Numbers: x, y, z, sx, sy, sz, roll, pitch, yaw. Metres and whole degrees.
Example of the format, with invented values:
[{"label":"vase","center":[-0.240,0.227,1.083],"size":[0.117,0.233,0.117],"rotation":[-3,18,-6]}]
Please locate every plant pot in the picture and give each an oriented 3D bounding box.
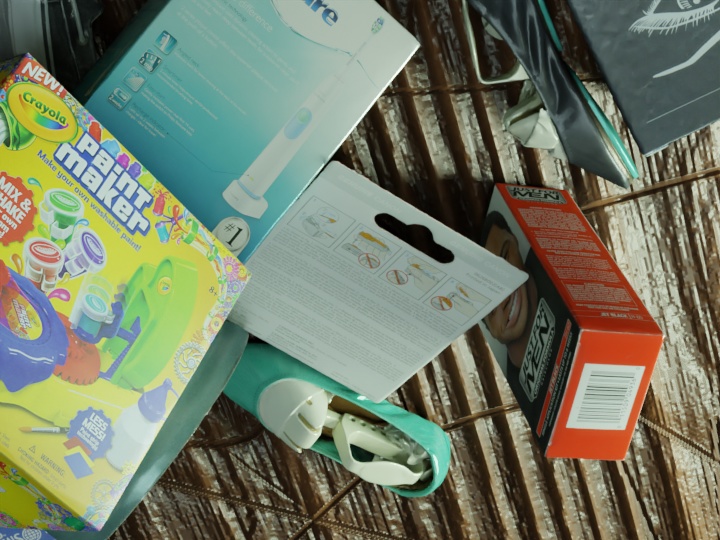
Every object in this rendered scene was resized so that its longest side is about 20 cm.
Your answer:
[{"label":"plant pot","center":[-0.192,0.083,1.127],"size":[0.134,0.200,0.200],"rotation":[38,112,-8]}]

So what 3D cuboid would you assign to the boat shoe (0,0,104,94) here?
[{"label":"boat shoe","center":[-0.206,-0.173,1.057],"size":[0.071,0.072,0.200],"rotation":[-14,111,-29]}]

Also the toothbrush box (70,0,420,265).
[{"label":"toothbrush box","center":[-0.084,-0.119,1.033],"size":[0.146,0.085,0.200],"rotation":[39,86,-20]}]

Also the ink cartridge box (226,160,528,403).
[{"label":"ink cartridge box","center":[0.000,0.000,1.120],"size":[0.162,0.050,0.200],"rotation":[30,136,-16]}]

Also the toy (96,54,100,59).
[{"label":"toy","center":[-0.290,-0.114,1.094],"size":[0.200,0.047,0.115],"rotation":[15,117,-8]}]

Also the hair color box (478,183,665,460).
[{"label":"hair color box","center":[0.134,0.031,1.088],"size":[0.061,0.200,0.102],"rotation":[4,118,-15]}]

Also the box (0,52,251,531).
[{"label":"box","center":[-0.206,0.017,0.937],"size":[0.122,0.193,0.200],"rotation":[-8,135,47]}]

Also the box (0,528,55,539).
[{"label":"box","center":[-0.284,0.146,1.233],"size":[0.122,0.048,0.200],"rotation":[-23,115,11]}]

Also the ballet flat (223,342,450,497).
[{"label":"ballet flat","center":[-0.018,0.115,1.208],"size":[0.200,0.070,0.067],"rotation":[25,115,-13]}]

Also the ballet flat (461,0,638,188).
[{"label":"ballet flat","center":[0.117,-0.132,1.081],"size":[0.073,0.073,0.200],"rotation":[-26,109,12]}]

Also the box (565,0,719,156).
[{"label":"box","center":[0.200,-0.200,1.025],"size":[0.148,0.104,0.200],"rotation":[-24,116,11]}]
